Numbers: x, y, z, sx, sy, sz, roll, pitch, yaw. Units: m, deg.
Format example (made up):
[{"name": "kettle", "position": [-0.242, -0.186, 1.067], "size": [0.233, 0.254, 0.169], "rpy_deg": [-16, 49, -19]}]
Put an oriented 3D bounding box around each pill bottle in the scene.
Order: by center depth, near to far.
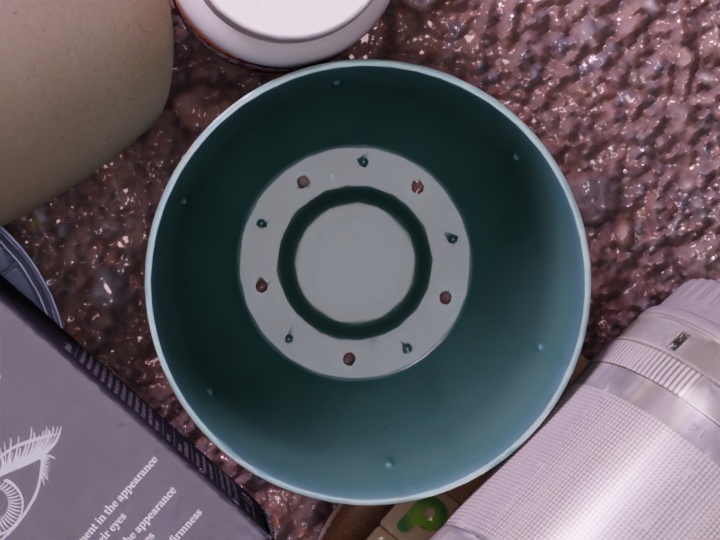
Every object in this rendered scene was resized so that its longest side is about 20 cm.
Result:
[{"name": "pill bottle", "position": [-0.037, -0.148, 1.181], "size": [0.109, 0.200, 0.110], "rpy_deg": [0, 93, -3]}]

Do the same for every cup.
[{"name": "cup", "position": [-0.172, -0.109, 1.199], "size": [0.143, 0.200, 0.201], "rpy_deg": [-7, 94, -27]}]

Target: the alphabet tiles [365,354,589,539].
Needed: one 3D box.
[{"name": "alphabet tiles", "position": [0.116, 0.148, 1.245], "size": [0.200, 0.008, 0.167], "rpy_deg": [37, 76, 19]}]

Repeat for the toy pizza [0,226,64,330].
[{"name": "toy pizza", "position": [-0.245, 0.052, 1.271], "size": [0.200, 0.032, 0.201], "rpy_deg": [0, 93, -4]}]

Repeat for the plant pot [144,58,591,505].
[{"name": "plant pot", "position": [0.000, 0.000, 1.213], "size": [0.200, 0.161, 0.201], "rpy_deg": [0, 94, -3]}]

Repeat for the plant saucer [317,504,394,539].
[{"name": "plant saucer", "position": [0.070, 0.174, 1.259], "size": [0.200, 0.032, 0.201], "rpy_deg": [-3, 67, 6]}]

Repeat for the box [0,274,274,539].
[{"name": "box", "position": [-0.163, 0.109, 1.210], "size": [0.200, 0.104, 0.148], "rpy_deg": [43, 89, -5]}]

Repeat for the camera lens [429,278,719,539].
[{"name": "camera lens", "position": [0.138, 0.124, 1.162], "size": [0.160, 0.160, 0.200], "rpy_deg": [44, 77, -4]}]
